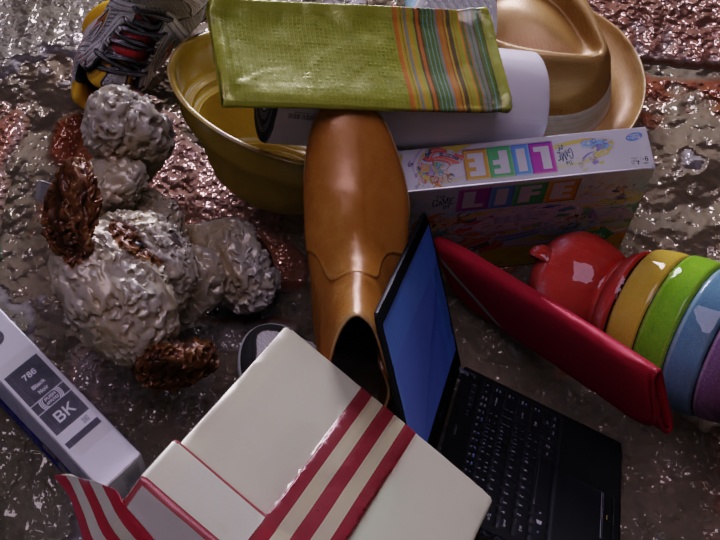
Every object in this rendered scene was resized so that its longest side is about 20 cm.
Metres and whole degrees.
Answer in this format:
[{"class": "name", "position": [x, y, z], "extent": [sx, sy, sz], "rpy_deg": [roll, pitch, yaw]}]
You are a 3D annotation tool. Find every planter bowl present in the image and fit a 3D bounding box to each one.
[{"class": "planter bowl", "position": [-0.057, -0.102, 0.919], "extent": [0.198, 0.084, 0.202], "rpy_deg": [13, 35, -9]}]

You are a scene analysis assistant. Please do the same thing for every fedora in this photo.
[{"class": "fedora", "position": [0.142, -0.180, 0.981], "extent": [0.197, 0.082, 0.203], "rpy_deg": [0, 60, 0]}]

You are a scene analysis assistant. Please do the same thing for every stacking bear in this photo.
[{"class": "stacking bear", "position": [0.207, 0.038, 0.842], "extent": [0.199, 0.121, 0.115], "rpy_deg": [27, 95, 29]}]

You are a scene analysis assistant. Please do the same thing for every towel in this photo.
[{"class": "towel", "position": [0.002, -0.140, 0.777], "extent": [0.197, 0.018, 0.087], "rpy_deg": [-2, 59, -20]}]

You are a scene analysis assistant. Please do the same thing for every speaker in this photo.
[{"class": "speaker", "position": [0.030, -0.122, 0.834], "extent": [0.197, 0.081, 0.082], "rpy_deg": [2, 58, -18]}]

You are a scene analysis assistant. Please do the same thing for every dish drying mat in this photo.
[{"class": "dish drying mat", "position": [0.129, 0.042, 0.826], "extent": [0.018, 0.077, 0.199], "rpy_deg": [-42, 50, -14]}]

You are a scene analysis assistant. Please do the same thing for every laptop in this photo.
[{"class": "laptop", "position": [0.095, 0.076, 0.756], "extent": [0.198, 0.104, 0.178], "rpy_deg": [26, 26, 2]}]

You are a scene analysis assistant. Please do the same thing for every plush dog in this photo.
[{"class": "plush dog", "position": [-0.164, -0.004, 0.826], "extent": [0.159, 0.201, 0.172], "rpy_deg": [-34, 18, 9]}]

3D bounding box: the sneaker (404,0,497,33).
[{"class": "sneaker", "position": [0.065, -0.199, 0.939], "extent": [0.073, 0.082, 0.203], "rpy_deg": [19, 74, -12]}]

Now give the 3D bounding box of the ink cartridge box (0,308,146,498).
[{"class": "ink cartridge box", "position": [-0.218, 0.090, 0.816], "extent": [0.199, 0.100, 0.039], "rpy_deg": [40, 66, 20]}]

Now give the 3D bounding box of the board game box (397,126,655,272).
[{"class": "board game box", "position": [0.100, -0.046, 0.873], "extent": [0.197, 0.135, 0.035], "rpy_deg": [-6, 64, -3]}]

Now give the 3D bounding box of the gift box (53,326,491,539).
[{"class": "gift box", "position": [-0.069, 0.166, 0.648], "extent": [0.199, 0.186, 0.187], "rpy_deg": [34, 33, 4]}]

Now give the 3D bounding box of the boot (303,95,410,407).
[{"class": "boot", "position": [-0.001, 0.001, 0.740], "extent": [0.070, 0.204, 0.144], "rpy_deg": [-3, 15, 1]}]

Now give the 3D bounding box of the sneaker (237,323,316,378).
[{"class": "sneaker", "position": [-0.025, 0.105, 0.814], "extent": [0.075, 0.088, 0.201], "rpy_deg": [-26, 61, -13]}]

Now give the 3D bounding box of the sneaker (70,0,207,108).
[{"class": "sneaker", "position": [-0.172, -0.179, 0.936], "extent": [0.077, 0.199, 0.083], "rpy_deg": [23, 65, -21]}]
